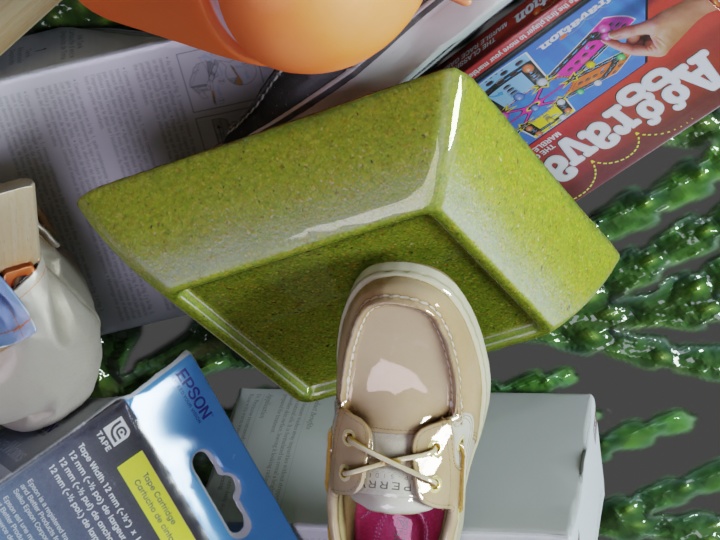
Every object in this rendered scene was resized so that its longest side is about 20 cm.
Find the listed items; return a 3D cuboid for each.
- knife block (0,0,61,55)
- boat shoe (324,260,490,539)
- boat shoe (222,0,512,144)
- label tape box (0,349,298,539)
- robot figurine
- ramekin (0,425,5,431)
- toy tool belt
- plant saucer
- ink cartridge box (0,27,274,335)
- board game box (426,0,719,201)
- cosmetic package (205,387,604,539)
[{"bbox_3d":[-0.227,-0.085,1.005,0.200,0.064,0.176,4,87,9],"label":"knife block"},{"bbox_3d":[0.020,0.090,1.015,0.074,0.069,0.200,4,125,10],"label":"boat shoe"},{"bbox_3d":[-0.001,-0.108,0.999,0.200,0.071,0.064,-36,91,30],"label":"boat shoe"},{"bbox_3d":[-0.141,0.147,1.077,0.066,0.200,0.143,15,137,61],"label":"label tape box"},{"bbox_3d":[-0.049,-0.145,0.898,0.200,0.117,0.144,21,130,39],"label":"robot figurine"},{"bbox_3d":[-0.242,0.131,1.167,0.098,0.201,0.200,21,131,-16],"label":"ramekin"},{"bbox_3d":[-0.225,0.033,1.021,0.200,0.125,0.123,-30,149,-5],"label":"toy tool belt"},{"bbox_3d":[0.000,0.000,1.036,0.200,0.048,0.200,-17,148,22],"label":"plant saucer"},{"bbox_3d":[-0.103,-0.050,1.094,0.200,0.057,0.163,-15,126,-1],"label":"ink cartridge box"},{"bbox_3d":[0.087,-0.075,1.018,0.103,0.019,0.200,31,130,-32],"label":"board game box"},{"bbox_3d":[0.024,0.126,1.152,0.200,0.113,0.081,2,129,14],"label":"cosmetic package"}]
